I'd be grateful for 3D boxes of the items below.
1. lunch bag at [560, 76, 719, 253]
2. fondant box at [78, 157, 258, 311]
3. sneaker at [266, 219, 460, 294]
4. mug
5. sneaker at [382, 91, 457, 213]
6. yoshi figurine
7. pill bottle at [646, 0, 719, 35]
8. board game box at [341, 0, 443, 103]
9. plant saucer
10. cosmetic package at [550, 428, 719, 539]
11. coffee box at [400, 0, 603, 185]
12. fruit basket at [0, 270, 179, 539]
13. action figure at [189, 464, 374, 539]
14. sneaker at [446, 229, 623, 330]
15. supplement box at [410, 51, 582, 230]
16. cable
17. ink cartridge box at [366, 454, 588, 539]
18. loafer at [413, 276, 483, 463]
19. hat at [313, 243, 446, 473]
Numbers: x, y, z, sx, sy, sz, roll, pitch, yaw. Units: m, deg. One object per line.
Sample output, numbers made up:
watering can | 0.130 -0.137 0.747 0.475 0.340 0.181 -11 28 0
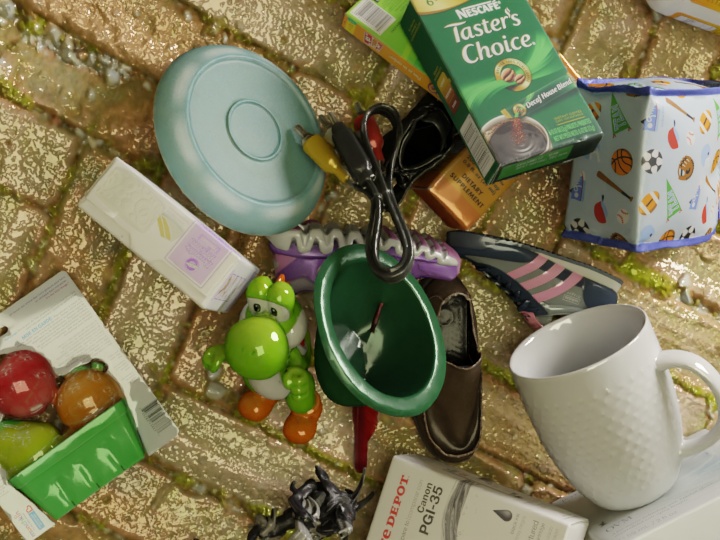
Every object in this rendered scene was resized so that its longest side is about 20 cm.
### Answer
lunch bag | 0.306 -0.113 1.610 0.200 0.124 0.170 -8 108 -42
fondant box | -0.173 -0.028 1.460 0.144 0.200 0.058 39 90 2
sneaker | 0.000 0.000 1.587 0.200 0.080 0.089 5 101 -3
mug | 0.270 0.139 1.566 0.200 0.148 0.176 -14 110 28
sneaker | 0.074 -0.143 1.575 0.200 0.104 0.060 -46 103 -5
yoshi figurine | -0.092 0.093 1.507 0.112 0.112 0.200 -15 140 -8
pill bottle | 0.363 -0.306 1.620 0.200 0.111 0.111 17 92 -14
board game box | 0.088 -0.218 1.560 0.200 0.030 0.096 37 61 10
plant saucer | -0.108 -0.132 1.518 0.200 0.027 0.201 17 60 -33
cosmetic package | 0.333 0.271 1.622 0.199 0.200 0.123 -24 97 -10
coffee box | 0.134 -0.188 1.516 0.123 0.044 0.200 -17 68 -21
fruit basket | -0.308 0.133 1.539 0.185 0.094 0.200 -36 86 -7
action figure | -0.069 0.275 1.580 0.200 0.102 0.119 -24 132 -7
sneaker | 0.175 0.016 1.630 0.200 0.070 0.082 18 89 -12
supplement box | 0.147 -0.134 1.612 0.067 0.069 0.200 45 82 -14
cable | 0.016 -0.081 1.506 0.097 0.050 0.200 -23 71 -8
ink cartridge box | 0.109 0.286 1.582 0.200 0.083 0.147 18 91 23
loafer | 0.090 0.104 1.619 0.073 0.071 0.201 -9 97 -11
hat | -0.029 0.097 1.545 0.165 0.176 0.200 -9 75 -46
